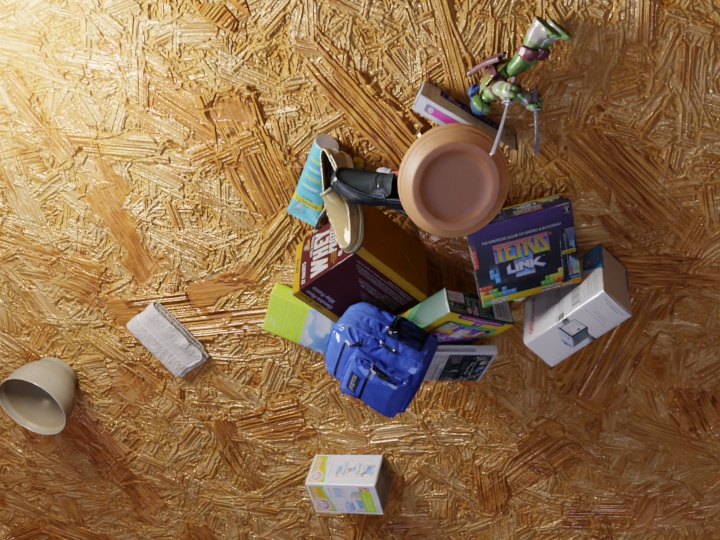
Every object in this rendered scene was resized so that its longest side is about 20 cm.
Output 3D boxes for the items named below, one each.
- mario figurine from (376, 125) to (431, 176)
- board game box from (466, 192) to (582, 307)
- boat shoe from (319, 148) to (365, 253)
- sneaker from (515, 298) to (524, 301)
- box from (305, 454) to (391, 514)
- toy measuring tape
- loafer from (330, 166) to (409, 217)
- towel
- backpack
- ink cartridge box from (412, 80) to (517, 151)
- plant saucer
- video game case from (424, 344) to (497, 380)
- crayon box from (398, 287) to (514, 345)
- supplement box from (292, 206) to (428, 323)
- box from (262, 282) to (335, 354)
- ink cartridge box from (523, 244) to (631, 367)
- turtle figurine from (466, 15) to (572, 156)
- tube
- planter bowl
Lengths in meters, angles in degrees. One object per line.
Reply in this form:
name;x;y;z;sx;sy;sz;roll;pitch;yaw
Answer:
mario figurine;0.104;-0.202;1.404;0.121;0.108;0.201;25;144;-6
board game box;0.304;-0.036;1.412;0.195;0.057;0.169;-15;116;5
boat shoe;-0.046;-0.131;1.394;0.071;0.205;0.075;-27;155;34
sneaker;0.317;-0.027;1.480;0.078;0.077;0.204;-9;123;11
box;-0.031;0.560;1.980;0.195;0.102;0.115;-4;123;19
toy measuring tape;-0.032;-0.138;1.505;0.072;0.074;0.202;26;125;-3
loafer;0.044;-0.150;1.356;0.196;0.069;0.071;16;146;-3
towel;-0.485;0.177;1.892;0.131;0.035;0.200;-32;110;32
backpack;0.027;0.165;1.451;0.197;0.168;0.165;30;124;12
ink cartridge box;0.186;-0.264;1.332;0.197;0.095;0.038;27;119;-3
plant saucer;0.162;-0.149;1.300;0.194;0.038;0.205;-1;113;-1
video game case;0.188;0.200;1.624;0.177;0.024;0.201;1;155;-3
crayon box;0.186;0.108;1.546;0.197;0.060;0.171;12;147;-39
supplement box;0.000;0.000;1.521;0.198;0.135;0.196;-32;129;32
box;-0.119;0.118;1.728;0.196;0.048;0.124;21;129;1
ink cartridge box;0.418;0.069;1.466;0.085;0.148;0.200;36;127;-13
turtle figurine;0.279;-0.303;1.248;0.141;0.203;0.195;13;129;-32
tube;-0.093;-0.177;1.518;0.076;0.051;0.202;30;133;8
planter bowl;-0.854;0.323;2.045;0.195;0.136;0.204;9;127;12
